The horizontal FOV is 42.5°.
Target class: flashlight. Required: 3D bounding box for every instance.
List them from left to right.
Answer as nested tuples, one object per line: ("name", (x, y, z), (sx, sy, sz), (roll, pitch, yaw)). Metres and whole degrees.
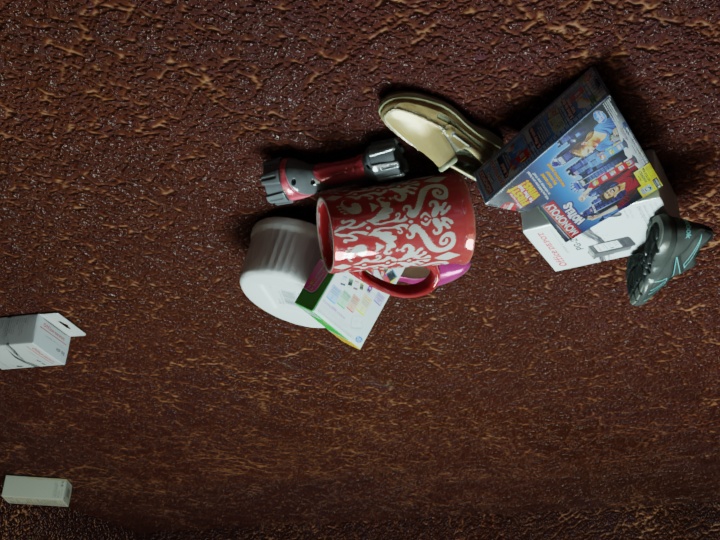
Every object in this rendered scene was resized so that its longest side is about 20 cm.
("flashlight", (-0.038, -0.141, 1.287), (0.198, 0.068, 0.069), (-11, 109, 20))

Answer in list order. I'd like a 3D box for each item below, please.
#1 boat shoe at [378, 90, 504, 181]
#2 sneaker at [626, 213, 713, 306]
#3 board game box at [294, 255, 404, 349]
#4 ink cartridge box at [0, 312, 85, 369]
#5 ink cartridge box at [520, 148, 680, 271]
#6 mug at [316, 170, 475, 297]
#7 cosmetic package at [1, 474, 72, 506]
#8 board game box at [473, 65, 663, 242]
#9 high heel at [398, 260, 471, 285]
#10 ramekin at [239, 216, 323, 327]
("boat shoe", (0.110, -0.166, 1.204), (0.198, 0.077, 0.072), (18, 149, -26))
("sneaker", (0.428, -0.007, 1.298), (0.078, 0.076, 0.201), (-1, 152, -2))
("board game box", (0.000, 0.000, 1.410), (0.040, 0.201, 0.153), (22, 167, 37))
("ink cartridge box", (-0.680, 0.146, 1.897), (0.198, 0.067, 0.116), (-6, 150, 18))
("ink cartridge box", (0.345, -0.081, 1.333), (0.198, 0.084, 0.145), (-14, 148, 27))
("mug", (0.047, -0.041, 1.295), (0.198, 0.180, 0.133), (-7, -173, -14))
("cosmetic package", (-1.058, 0.723, 3.036), (0.197, 0.074, 0.104), (6, 153, -4))
("board game box", (0.260, -0.130, 1.195), (0.199, 0.062, 0.200), (-30, 136, 18))
("high heel", (0.075, -0.017, 1.506), (0.198, 0.068, 0.096), (3, 166, 30))
("ramekin", (-0.097, 0.010, 1.489), (0.198, 0.099, 0.201), (16, 155, 8))
